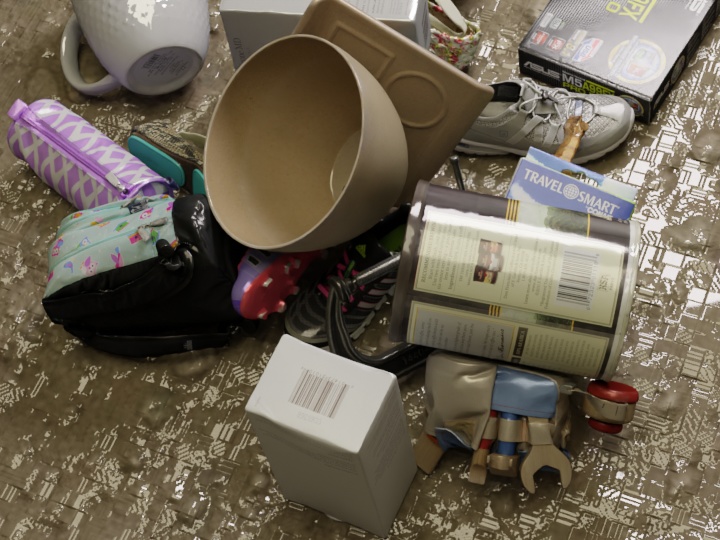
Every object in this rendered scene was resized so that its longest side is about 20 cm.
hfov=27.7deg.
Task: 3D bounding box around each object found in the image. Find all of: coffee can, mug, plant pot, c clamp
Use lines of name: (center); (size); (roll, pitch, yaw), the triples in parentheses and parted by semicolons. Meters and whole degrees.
coffee can: (0.135, 0.010, 1.294); (0.199, 0.147, 0.147); (11, 61, 4)
mug: (-0.260, -0.277, 1.626); (0.200, 0.147, 0.176); (-33, 63, 25)
plant pot: (-0.032, -0.106, 1.378); (0.200, 0.134, 0.201); (-10, 74, 38)
c clamp: (0.042, 0.012, 1.392); (0.200, 0.171, 0.027); (-32, 21, -21)

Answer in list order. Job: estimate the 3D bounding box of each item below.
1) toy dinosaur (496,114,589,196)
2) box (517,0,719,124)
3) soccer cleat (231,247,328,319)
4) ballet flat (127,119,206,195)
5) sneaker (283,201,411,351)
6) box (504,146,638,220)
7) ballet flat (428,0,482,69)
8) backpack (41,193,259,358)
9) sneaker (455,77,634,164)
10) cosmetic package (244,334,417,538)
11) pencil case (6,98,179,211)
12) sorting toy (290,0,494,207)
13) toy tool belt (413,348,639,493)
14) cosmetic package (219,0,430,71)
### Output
toy dinosaur: (0.189, -0.060, 1.447); (0.106, 0.060, 0.201); (-4, 79, 36)
box: (0.286, -0.269, 1.574); (0.160, 0.044, 0.200); (26, 67, 23)
soccer cleat: (-0.086, -0.016, 1.438); (0.076, 0.067, 0.200); (22, 36, 15)
ballet flat: (-0.164, -0.103, 1.543); (0.075, 0.068, 0.200); (-31, 56, -28)
sneaker: (0.000, 0.000, 1.435); (0.200, 0.088, 0.074); (-37, 61, -13)
box: (0.179, -0.013, 1.395); (0.121, 0.048, 0.201); (22, 81, 6)
ballet flat: (0.048, -0.289, 1.559); (0.200, 0.064, 0.076); (31, 42, -18)
backpack: (-0.213, 0.002, 1.443); (0.199, 0.167, 0.127); (-13, 49, 17)
sneaker: (0.181, -0.158, 1.503); (0.199, 0.082, 0.075); (-2, 59, 8)
cosmetic package: (-0.021, 0.150, 1.284); (0.112, 0.200, 0.081); (20, 65, 17)
pencil case: (-0.288, -0.107, 1.548); (0.200, 0.085, 0.084); (33, 90, 27)
sorting toy: (0.007, -0.167, 1.445); (0.199, 0.185, 0.037); (27, 44, -11)
toy tool belt: (0.145, 0.145, 1.325); (0.199, 0.125, 0.124); (13, 99, 20)
cosmetic package: (-0.033, -0.252, 1.482); (0.199, 0.113, 0.081); (3, 59, 11)
